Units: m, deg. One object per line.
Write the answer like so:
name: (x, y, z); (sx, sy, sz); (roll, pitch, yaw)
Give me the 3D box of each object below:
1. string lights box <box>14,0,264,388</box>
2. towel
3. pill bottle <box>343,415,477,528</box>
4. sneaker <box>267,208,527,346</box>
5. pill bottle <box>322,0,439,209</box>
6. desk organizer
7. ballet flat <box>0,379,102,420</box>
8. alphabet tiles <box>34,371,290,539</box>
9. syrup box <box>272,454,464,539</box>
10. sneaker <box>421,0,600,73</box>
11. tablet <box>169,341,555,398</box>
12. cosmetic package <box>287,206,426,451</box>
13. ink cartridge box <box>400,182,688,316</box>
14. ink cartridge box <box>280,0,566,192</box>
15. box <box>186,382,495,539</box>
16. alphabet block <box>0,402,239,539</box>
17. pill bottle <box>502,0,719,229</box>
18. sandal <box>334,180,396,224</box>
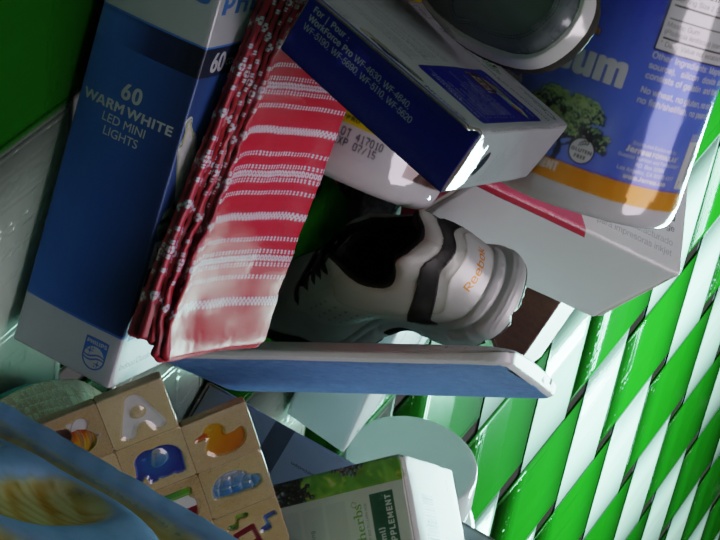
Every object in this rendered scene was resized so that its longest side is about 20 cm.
string lights box: (-0.089, -0.057, 1.011); (0.103, 0.059, 0.202); (-27, 139, -62)
towel: (-0.040, -0.053, 1.023); (0.202, 0.022, 0.144); (-68, 164, 7)
pill bottle: (0.021, 0.209, 1.556); (0.113, 0.112, 0.201); (-43, 152, -46)
sneaker: (0.000, 0.000, 1.191); (0.080, 0.199, 0.074); (33, 62, -32)
pill bottle: (0.027, -0.142, 1.136); (0.201, 0.109, 0.109); (-67, 161, 6)
desk organizer: (0.100, 0.012, 1.379); (0.077, 0.071, 0.200); (-55, 172, 7)
ballet flat: (-0.130, 0.093, 1.087); (0.068, 0.062, 0.200); (-65, 161, 6)
alphabet tiles: (-0.119, 0.138, 1.060); (0.165, 0.006, 0.201); (-21, 131, -7)
syrup box: (-0.046, 0.163, 1.176); (0.081, 0.198, 0.080); (25, 52, -65)
sneaker: (0.025, -0.180, 0.995); (0.084, 0.200, 0.121); (-46, 143, 9)
tablet: (0.000, 0.054, 1.193); (0.130, 0.198, 0.014); (36, 57, -70)
cosmetic package: (0.037, 0.000, 1.389); (0.200, 0.051, 0.151); (-52, 173, -33)
ink cartridge box: (0.114, -0.098, 1.251); (0.084, 0.144, 0.202); (-32, -138, 52)
ink cartridge box: (0.027, -0.082, 0.979); (0.039, 0.099, 0.200); (-50, 169, 13)
box: (0.000, 0.148, 1.290); (0.041, 0.199, 0.156); (-60, 161, -12)
alphabet block: (-0.169, 0.177, 0.876); (0.195, 0.195, 0.201); (10, 105, -65)
pill bottle: (0.137, -0.132, 1.099); (0.112, 0.111, 0.202); (-12, 121, -67)
sandal: (0.012, -0.072, 1.306); (0.200, 0.045, 0.076); (-57, 171, -67)
